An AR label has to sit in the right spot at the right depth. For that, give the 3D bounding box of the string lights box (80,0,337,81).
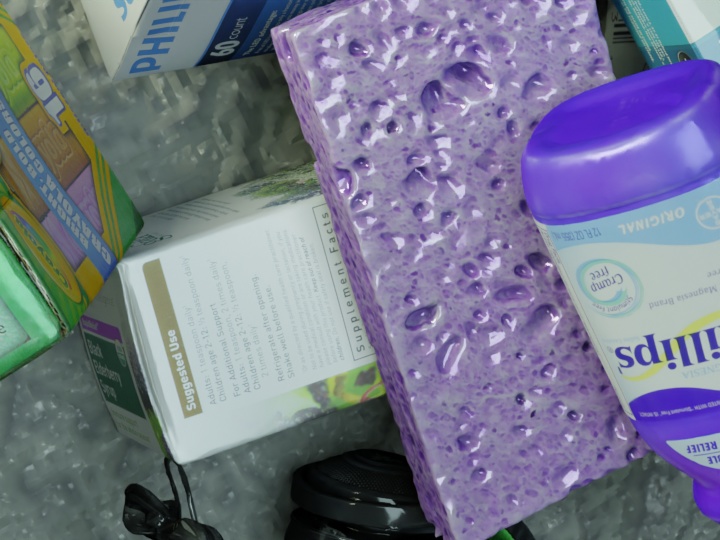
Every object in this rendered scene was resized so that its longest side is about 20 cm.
[{"bbox_3d":[0.005,-0.130,0.957,0.200,0.103,0.059,-12,69,-27],"label":"string lights box"}]

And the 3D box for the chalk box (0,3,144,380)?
[{"bbox_3d":[-0.162,-0.010,0.841,0.124,0.200,0.124,-31,100,12],"label":"chalk box"}]

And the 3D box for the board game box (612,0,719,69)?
[{"bbox_3d":[0.200,-0.106,0.968,0.200,0.047,0.151,-35,104,-15],"label":"board game box"}]

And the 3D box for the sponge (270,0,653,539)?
[{"bbox_3d":[0.049,-0.012,0.950,0.111,0.030,0.200,-23,108,-17],"label":"sponge"}]

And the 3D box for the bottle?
[{"bbox_3d":[0.128,0.028,0.931,0.083,0.065,0.200,-15,114,26],"label":"bottle"}]

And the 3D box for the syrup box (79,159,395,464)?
[{"bbox_3d":[0.000,0.000,0.996,0.200,0.079,0.082,-20,101,-18],"label":"syrup box"}]

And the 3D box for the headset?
[{"bbox_3d":[-0.004,0.125,0.993,0.200,0.094,0.124,30,86,-32],"label":"headset"}]

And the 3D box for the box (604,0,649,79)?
[{"bbox_3d":[0.204,-0.080,1.051,0.200,0.105,0.184,3,93,-21],"label":"box"}]
